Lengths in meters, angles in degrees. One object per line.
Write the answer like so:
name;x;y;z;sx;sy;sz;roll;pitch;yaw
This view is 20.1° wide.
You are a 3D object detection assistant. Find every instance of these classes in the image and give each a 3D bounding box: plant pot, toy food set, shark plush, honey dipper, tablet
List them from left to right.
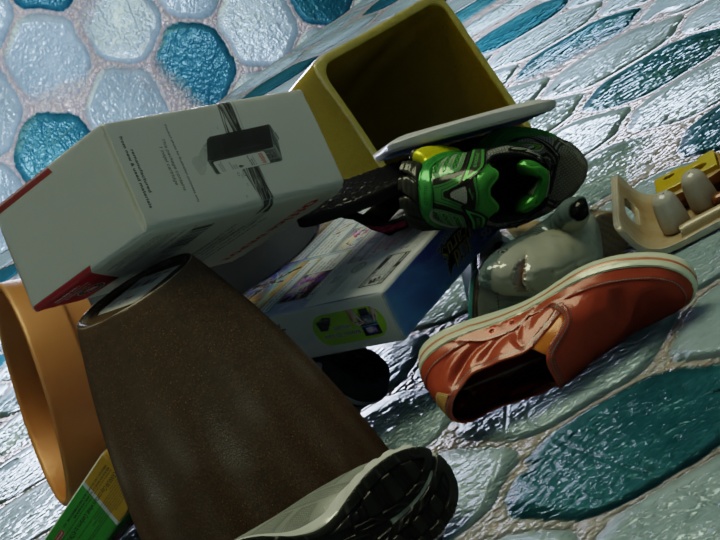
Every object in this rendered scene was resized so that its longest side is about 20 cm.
plant pot;-0.223;0.088;1.771;0.139;0.201;0.200;-18;9;-16
plant pot;-0.104;0.096;1.396;0.186;0.201;0.187;-29;12;7
plant pot;0.016;-0.102;1.900;0.194;0.196;0.200;-34;-1;-42
tablet;0.076;-0.108;1.571;0.129;0.014;0.200;-15;1;-2
shark plush;0.133;-0.026;1.494;0.083;0.091;0.200;-11;22;11
honey dipper;0.160;-0.032;1.648;0.038;0.038;0.200;-34;12;-13
toy food set;0.282;-0.092;1.540;0.199;0.061;0.144;-28;13;13

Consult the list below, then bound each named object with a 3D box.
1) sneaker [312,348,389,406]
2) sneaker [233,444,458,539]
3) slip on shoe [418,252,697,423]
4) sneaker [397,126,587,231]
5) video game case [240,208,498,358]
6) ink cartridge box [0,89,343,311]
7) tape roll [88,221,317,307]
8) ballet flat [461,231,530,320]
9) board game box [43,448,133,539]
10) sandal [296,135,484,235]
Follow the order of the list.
sneaker;-0.043;0.091;1.624;0.071;0.083;0.200;11;8;-30
sneaker;-0.033;0.177;1.245;0.199;0.074;0.079;-29;2;-17
slip on shoe;0.135;0.048;1.365;0.199;0.074;0.061;-23;48;9
sneaker;0.115;-0.060;1.508;0.085;0.079;0.199;7;15;35
video game case;0.000;0.000;1.570;0.180;0.046;0.200;-12;23;37
ink cartridge box;-0.133;-0.051;1.440;0.199;0.084;0.144;-14;-12;-47
tape roll;-0.136;-0.027;1.656;0.199;0.066;0.200;-23;17;8
ballet flat;0.111;0.010;1.581;0.063;0.068;0.200;-3;16;1
board game box;-0.162;0.144;1.578;0.153;0.040;0.200;-53;-4;40
sandal;0.038;-0.058;1.555;0.199;0.045;0.075;-21;16;-37
